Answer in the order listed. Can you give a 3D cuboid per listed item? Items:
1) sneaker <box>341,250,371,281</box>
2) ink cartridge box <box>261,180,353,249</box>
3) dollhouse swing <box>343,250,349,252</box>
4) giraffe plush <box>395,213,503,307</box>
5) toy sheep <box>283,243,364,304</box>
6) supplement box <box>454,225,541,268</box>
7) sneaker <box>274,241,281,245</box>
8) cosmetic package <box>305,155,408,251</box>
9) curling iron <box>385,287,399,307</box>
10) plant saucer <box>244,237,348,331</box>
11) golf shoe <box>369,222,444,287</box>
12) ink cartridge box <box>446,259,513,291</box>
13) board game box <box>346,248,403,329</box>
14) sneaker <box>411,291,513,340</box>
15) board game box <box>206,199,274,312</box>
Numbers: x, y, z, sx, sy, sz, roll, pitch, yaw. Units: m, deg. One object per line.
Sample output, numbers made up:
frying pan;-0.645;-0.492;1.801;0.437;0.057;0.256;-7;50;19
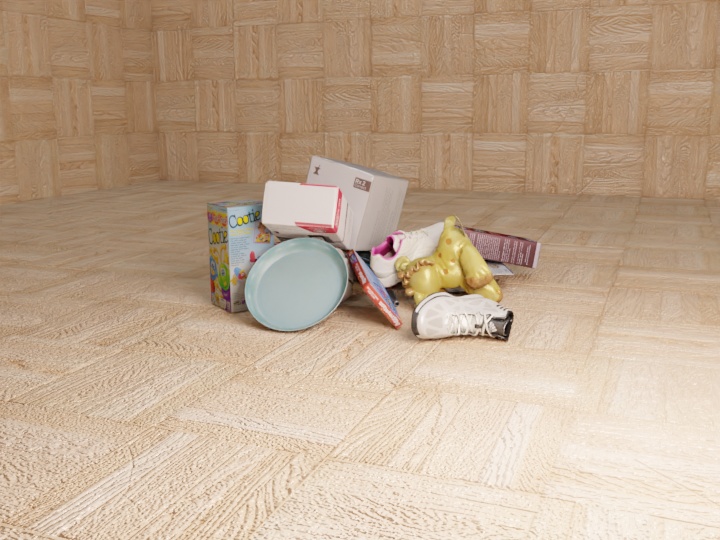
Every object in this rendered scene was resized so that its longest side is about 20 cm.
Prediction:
sneaker;0.000;0.000;1.701;0.080;0.075;0.199;24;13;20
ink cartridge box;-0.099;-0.104;1.547;0.141;0.086;0.200;4;-10;9
dollhouse swing;-0.102;-0.074;1.959;0.198;0.177;0.183;33;48;1
giraffe plush;0.162;0.009;1.546;0.160;0.202;0.173;-33;26;5
toy sheep;-0.075;0.009;1.555;0.196;0.141;0.137;21;20;24
supplement box;0.297;-0.055;1.781;0.194;0.063;0.109;9;7;-4
sneaker;-0.194;-0.036;1.912;0.109;0.073;0.200;-2;9;8
cosmetic package;-0.017;-0.146;1.748;0.162;0.169;0.199;19;11;25
curling iron;0.049;0.051;1.601;0.048;0.026;0.200;-6;12;-13
plant saucer;-0.116;0.029;1.452;0.194;0.028;0.204;-6;55;8
golf shoe;0.103;-0.049;1.612;0.198;0.093;0.075;-35;43;-15
ink cartridge box;0.225;0.010;1.744;0.194;0.045;0.197;0;10;0
board game box;0.025;0.031;1.483;0.019;0.103;0.200;-39;20;5
sneaker;0.185;0.080;1.336;0.197;0.078;0.114;-7;11;-39
board game box;-0.238;-0.032;1.576;0.103;0.206;0.102;-8;14;-34
